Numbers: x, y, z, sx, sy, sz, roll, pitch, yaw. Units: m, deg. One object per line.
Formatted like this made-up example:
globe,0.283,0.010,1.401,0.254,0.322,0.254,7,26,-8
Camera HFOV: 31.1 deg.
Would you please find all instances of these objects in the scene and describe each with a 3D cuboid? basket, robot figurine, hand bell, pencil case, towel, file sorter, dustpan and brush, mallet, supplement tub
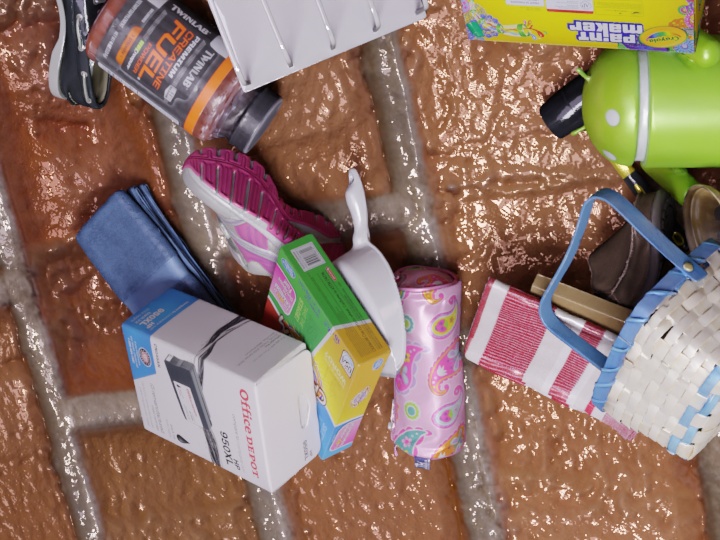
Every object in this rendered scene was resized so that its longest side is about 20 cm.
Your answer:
basket,0.248,0.047,1.106,0.199,0.139,0.177,40,145,18
robot figurine,0.289,-0.151,1.154,0.196,0.117,0.177,1,135,6
hand bell,0.399,-0.053,1.146,0.197,0.104,0.106,-17,102,-8
pencil case,0.068,0.099,1.352,0.086,0.087,0.203,5,109,20
towel,0.200,0.088,1.263,0.198,0.023,0.145,26,149,8
file sorter,-0.049,-0.271,1.222,0.197,0.125,0.141,-22,98,2
dustpan and brush,0.000,0.000,1.313,0.139,0.057,0.203,0,108,62
mallet,0.261,-0.105,1.241,0.200,0.041,0.066,44,115,-2
towel,-0.231,0.008,1.463,0.111,0.049,0.201,-36,92,31
supplement tub,-0.178,-0.209,1.336,0.199,0.107,0.107,35,116,-2

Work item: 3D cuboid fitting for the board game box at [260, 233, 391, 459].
board game box,-0.044,0.083,1.338,0.154,0.040,0.201,55,151,24

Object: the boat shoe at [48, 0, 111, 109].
boat shoe,-0.289,-0.272,1.389,0.060,0.076,0.202,21,125,15

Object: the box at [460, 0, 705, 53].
box,0.199,-0.301,1.096,0.197,0.195,0.123,8,147,20

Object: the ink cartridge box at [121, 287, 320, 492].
ink cartridge box,-0.146,0.124,1.361,0.198,0.084,0.146,19,130,34

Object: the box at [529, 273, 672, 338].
box,0.252,0.088,1.261,0.198,0.021,0.164,22,148,14

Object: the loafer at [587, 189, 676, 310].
loafer,0.247,0.001,1.217,0.070,0.073,0.202,17,140,13

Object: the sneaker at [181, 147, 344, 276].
sneaker,-0.115,-0.045,1.360,0.199,0.082,0.088,40,126,-18
